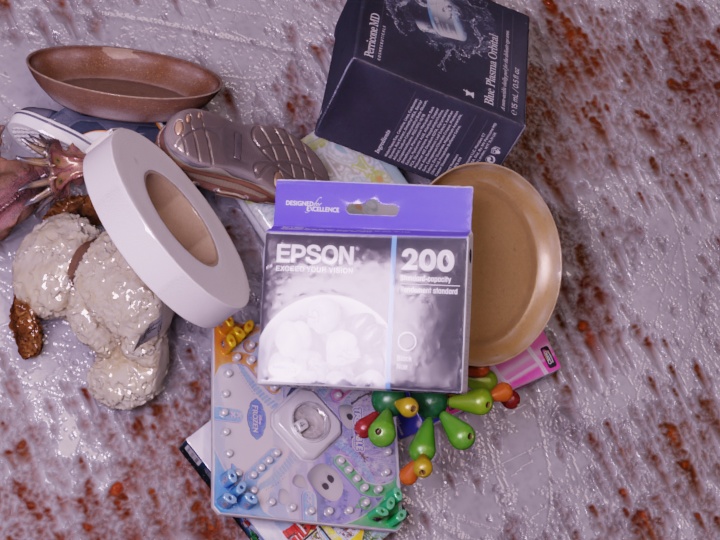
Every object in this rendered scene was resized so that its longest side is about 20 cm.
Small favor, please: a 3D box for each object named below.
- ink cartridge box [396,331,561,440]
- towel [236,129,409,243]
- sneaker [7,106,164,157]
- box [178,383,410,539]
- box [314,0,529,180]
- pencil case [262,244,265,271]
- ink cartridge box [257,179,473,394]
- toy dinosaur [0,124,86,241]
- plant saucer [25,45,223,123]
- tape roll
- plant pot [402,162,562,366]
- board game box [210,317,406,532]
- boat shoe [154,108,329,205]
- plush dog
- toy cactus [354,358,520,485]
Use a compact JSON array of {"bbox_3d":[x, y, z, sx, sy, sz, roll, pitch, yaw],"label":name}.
[{"bbox_3d":[0.109,0.098,1.595,0.199,0.037,0.095,-21,78,-22],"label":"ink cartridge box"},{"bbox_3d":[-0.022,-0.054,1.602,0.171,0.048,0.201,-32,83,-23],"label":"towel"},{"bbox_3d":[-0.256,-0.129,1.534,0.199,0.078,0.080,26,68,-20],"label":"sneaker"},{"bbox_3d":[-0.065,0.209,1.490,0.136,0.038,0.200,-36,85,-28],"label":"box"},{"bbox_3d":[0.070,-0.211,1.620,0.198,0.118,0.198,19,44,-11],"label":"box"},{"bbox_3d":[0.000,0.000,1.515,0.198,0.091,0.084,-7,73,-18],"label":"pencil case"},{"bbox_3d":[0.006,0.012,1.419,0.196,0.043,0.202,2,83,7],"label":"ink cartridge box"},{"bbox_3d":[-0.338,-0.065,1.430,0.200,0.135,0.086,-51,121,-15],"label":"toy dinosaur"},{"bbox_3d":[-0.240,-0.187,1.527,0.198,0.201,0.037,4,110,-17],"label":"plant saucer"},{"bbox_3d":[-0.177,-0.040,1.386,0.037,0.203,0.204,-35,82,13],"label":"tape roll"},{"bbox_3d":[0.115,-0.006,1.501,0.198,0.027,0.202,0,91,-31],"label":"plant pot"},{"bbox_3d":[-0.049,0.148,1.478,0.198,0.026,0.202,10,60,-23],"label":"board game box"},{"bbox_3d":[-0.121,-0.107,1.527,0.199,0.072,0.076,21,61,-30],"label":"boat shoe"},{"bbox_3d":[-0.257,0.011,1.455,0.170,0.161,0.201,14,64,13],"label":"plush dog"},{"bbox_3d":[0.055,0.118,1.494,0.199,0.103,0.165,-25,63,-38],"label":"toy cactus"}]
